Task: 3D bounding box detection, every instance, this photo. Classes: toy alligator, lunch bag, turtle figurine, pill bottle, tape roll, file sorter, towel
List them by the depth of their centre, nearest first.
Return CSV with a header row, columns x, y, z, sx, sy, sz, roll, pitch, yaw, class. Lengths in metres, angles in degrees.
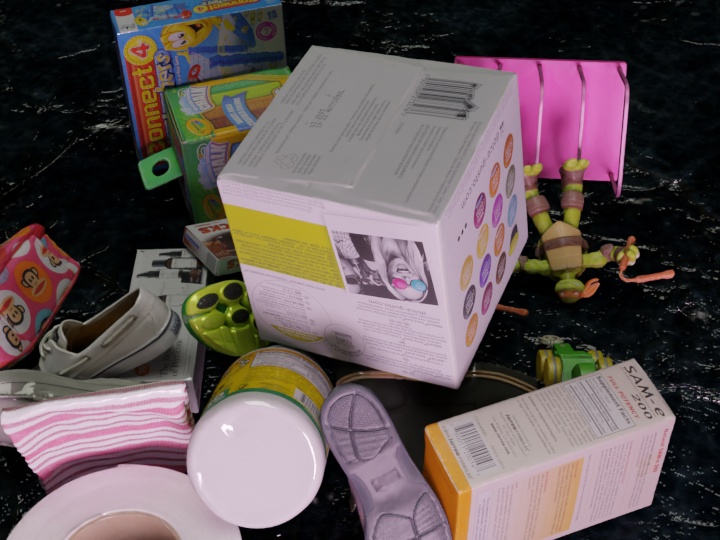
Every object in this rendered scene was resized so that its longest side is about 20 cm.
x,y,z,sx,sy,sz,roll,pitch,yaw,class
-0.190,0.256,0.960,0.201,0.071,0.203,-2,41,2,tape roll
-0.211,0.146,1.001,0.145,0.200,0.030,-10,65,-9,towel
-0.078,0.131,1.026,0.112,0.114,0.200,0,13,4,pill bottle
0.194,0.100,1.110,0.059,0.055,0.200,1,4,-1,toy alligator
-0.377,0.056,1.162,0.176,0.082,0.200,-31,22,28,lunch bag
0.223,-0.034,1.257,0.198,0.064,0.163,-9,76,12,turtle figurine
0.201,-0.162,1.347,0.198,0.140,0.126,3,18,7,file sorter

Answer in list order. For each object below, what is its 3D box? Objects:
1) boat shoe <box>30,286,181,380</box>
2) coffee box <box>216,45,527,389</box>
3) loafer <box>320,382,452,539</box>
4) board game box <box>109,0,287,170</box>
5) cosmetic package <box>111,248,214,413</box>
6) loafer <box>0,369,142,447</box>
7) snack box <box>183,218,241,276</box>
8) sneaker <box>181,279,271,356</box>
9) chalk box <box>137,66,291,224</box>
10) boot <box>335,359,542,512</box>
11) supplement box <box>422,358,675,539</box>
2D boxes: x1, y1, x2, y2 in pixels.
x,y,z,sx,sy,sz,roll,pitch,yaw,class
-0.268,0.076,1.120,0.199,0.070,0.071,-27,36,17,boat shoe
0.021,-0.050,1.039,0.199,0.199,0.200,12,48,22,coffee box
0.025,0.182,0.971,0.071,0.201,0.063,-22,5,1,loafer
-0.187,-0.230,1.430,0.194,0.201,0.056,-14,43,-12,board game box
-0.199,0.057,1.210,0.082,0.051,0.201,-3,40,1,cosmetic package
-0.277,0.133,1.067,0.199,0.070,0.070,2,34,-22,loafer
-0.090,-0.038,1.297,0.199,0.024,0.072,-13,38,-36,snack box
-0.125,0.047,1.162,0.083,0.075,0.200,-7,-3,20,sneaker
-0.160,-0.141,1.383,0.199,0.124,0.125,-14,41,-13,chalk box
0.073,0.157,1.079,0.198,0.078,0.139,5,63,-15,boot
0.154,0.165,1.001,0.199,0.127,0.074,-15,47,-15,supplement box
